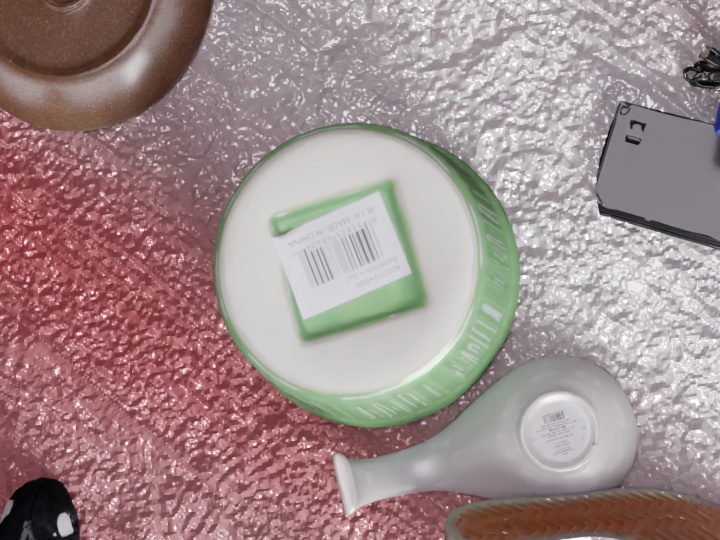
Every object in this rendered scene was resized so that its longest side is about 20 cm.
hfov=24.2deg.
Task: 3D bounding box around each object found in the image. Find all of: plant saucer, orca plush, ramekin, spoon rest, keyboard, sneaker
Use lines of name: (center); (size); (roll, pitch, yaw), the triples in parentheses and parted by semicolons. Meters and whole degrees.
plant saucer: (-0.205, -0.201, 1.196); (0.199, 0.037, 0.202); (-1, 83, 11)
orca plush: (-0.243, 0.239, 1.125); (0.105, 0.071, 0.201); (26, 88, 14)
ramekin: (0.000, 0.000, 1.093); (0.199, 0.098, 0.201); (-2, 82, 12)
spoon rest: (0.081, 0.116, 1.091); (0.199, 0.061, 0.100); (-12, 81, -4)
keyboard: (0.259, -0.071, 1.091); (0.199, 0.021, 0.128); (17, 87, 12)
sneaker: (0.150, 0.189, 1.059); (0.199, 0.071, 0.080); (0, 116, 0)

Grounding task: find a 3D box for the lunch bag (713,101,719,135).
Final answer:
lunch bag: (0.316, -0.170, 1.039); (0.169, 0.128, 0.201); (9, 55, 11)
